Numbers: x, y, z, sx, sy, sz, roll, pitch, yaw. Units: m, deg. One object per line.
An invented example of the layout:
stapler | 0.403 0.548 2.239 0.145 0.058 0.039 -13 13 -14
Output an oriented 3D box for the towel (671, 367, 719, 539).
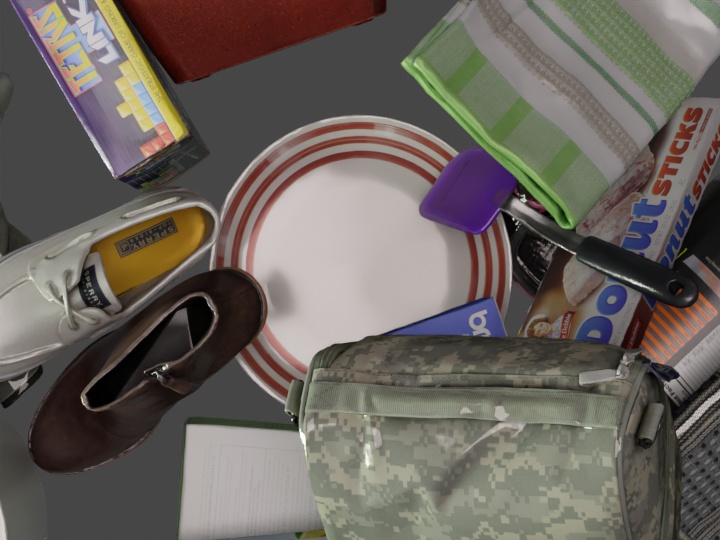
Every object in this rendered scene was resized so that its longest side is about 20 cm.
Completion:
towel | 0.227 0.139 1.108 0.192 0.200 0.035 -43 49 -1

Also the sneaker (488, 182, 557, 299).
sneaker | 0.113 -0.074 1.143 0.078 0.095 0.202 -12 90 -3

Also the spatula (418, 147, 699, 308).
spatula | 0.120 -0.023 1.084 0.199 0.021 0.057 28 80 32

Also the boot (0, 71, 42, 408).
boot | -0.234 -0.022 1.166 0.130 0.068 0.201 24 89 -12

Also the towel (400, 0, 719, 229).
towel | 0.135 -0.140 1.097 0.149 0.031 0.200 43 61 -3

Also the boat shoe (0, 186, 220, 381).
boat shoe | -0.174 0.010 1.123 0.199 0.070 0.071 -28 103 -16

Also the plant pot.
plant pot | -0.076 -0.221 1.102 0.198 0.200 0.177 -19 99 0

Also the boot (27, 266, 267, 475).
boot | -0.148 0.066 1.096 0.200 0.166 0.073 -37 87 10

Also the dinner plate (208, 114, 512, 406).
dinner plate | 0.000 0.000 1.167 0.198 0.024 0.202 0 93 8

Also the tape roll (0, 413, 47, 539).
tape roll | -0.304 0.166 1.115 0.201 0.139 0.204 0 89 0

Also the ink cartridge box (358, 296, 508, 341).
ink cartridge box | 0.069 0.126 1.108 0.093 0.044 0.201 -18 90 -4

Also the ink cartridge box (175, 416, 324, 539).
ink cartridge box | -0.018 0.155 1.156 0.198 0.059 0.105 4 89 -3

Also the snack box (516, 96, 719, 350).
snack box | 0.162 -0.023 1.102 0.072 0.024 0.201 7 60 38

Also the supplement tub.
supplement tub | 0.211 0.036 1.128 0.200 0.123 0.123 -42 90 0

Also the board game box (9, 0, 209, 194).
board game box | -0.169 -0.149 1.106 0.056 0.165 0.201 -30 89 0

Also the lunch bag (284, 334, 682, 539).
lunch bag | 0.075 0.103 0.966 0.198 0.168 0.140 2 64 20

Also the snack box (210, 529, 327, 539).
snack box | -0.068 0.248 1.113 0.198 0.068 0.170 -6 121 0
